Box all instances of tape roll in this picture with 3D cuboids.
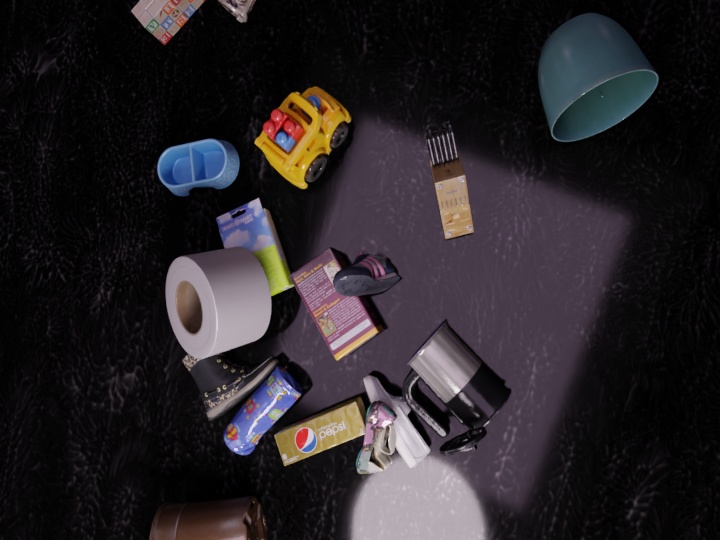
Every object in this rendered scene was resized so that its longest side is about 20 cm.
[{"bbox_3d":[-0.296,0.062,1.089,0.198,0.137,0.211,11,106,41],"label":"tape roll"}]

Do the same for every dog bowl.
[{"bbox_3d":[-0.377,-0.241,1.210,0.192,0.050,0.116,-8,85,10],"label":"dog bowl"}]

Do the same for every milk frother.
[{"bbox_3d":[0.169,0.228,1.000,0.188,0.200,0.181,43,88,10],"label":"milk frother"}]

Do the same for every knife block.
[{"bbox_3d":[0.183,-0.198,1.102,0.062,0.179,0.204,-11,130,10],"label":"knife block"}]

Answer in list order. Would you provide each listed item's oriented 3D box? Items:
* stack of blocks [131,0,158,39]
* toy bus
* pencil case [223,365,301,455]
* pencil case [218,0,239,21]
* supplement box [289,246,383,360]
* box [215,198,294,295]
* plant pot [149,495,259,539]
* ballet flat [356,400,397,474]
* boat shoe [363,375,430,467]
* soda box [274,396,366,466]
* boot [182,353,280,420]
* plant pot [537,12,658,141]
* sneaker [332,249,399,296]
[{"bbox_3d":[-0.430,-0.637,1.208,0.200,0.115,0.059,-45,80,6],"label":"stack of blocks"},{"bbox_3d":[-0.127,-0.299,1.094,0.135,0.192,0.202,38,92,12],"label":"toy bus"},{"bbox_3d":[-0.209,0.305,1.134,0.201,0.086,0.078,-49,39,4],"label":"pencil case"},{"bbox_3d":[-0.245,-0.666,1.192,0.089,0.077,0.204,34,93,30],"label":"pencil case"},{"bbox_3d":[-0.049,0.069,1.111,0.108,0.086,0.204,-32,82,8],"label":"supplement box"},{"bbox_3d":[-0.236,-0.040,1.172,0.118,0.048,0.207,-21,84,9],"label":"box"},{"bbox_3d":[-0.303,0.570,1.089,0.190,0.200,0.209,-12,85,2],"label":"plant pot"},{"bbox_3d":[0.036,0.350,1.048,0.070,0.068,0.206,29,126,29],"label":"ballet flat"},{"bbox_3d":[0.076,0.300,1.088,0.067,0.072,0.204,-29,76,-11],"label":"boat shoe"},{"bbox_3d":[-0.079,0.338,1.114,0.194,0.064,0.070,-24,83,8],"label":"soda box"},{"bbox_3d":[-0.289,0.209,1.158,0.201,0.073,0.156,-37,79,7],"label":"boot"},{"bbox_3d":[0.428,-0.374,0.995,0.194,0.201,0.167,-19,72,9],"label":"plant pot"},{"bbox_3d":[0.000,0.000,1.059,0.070,0.197,0.084,-39,69,26],"label":"sneaker"}]
